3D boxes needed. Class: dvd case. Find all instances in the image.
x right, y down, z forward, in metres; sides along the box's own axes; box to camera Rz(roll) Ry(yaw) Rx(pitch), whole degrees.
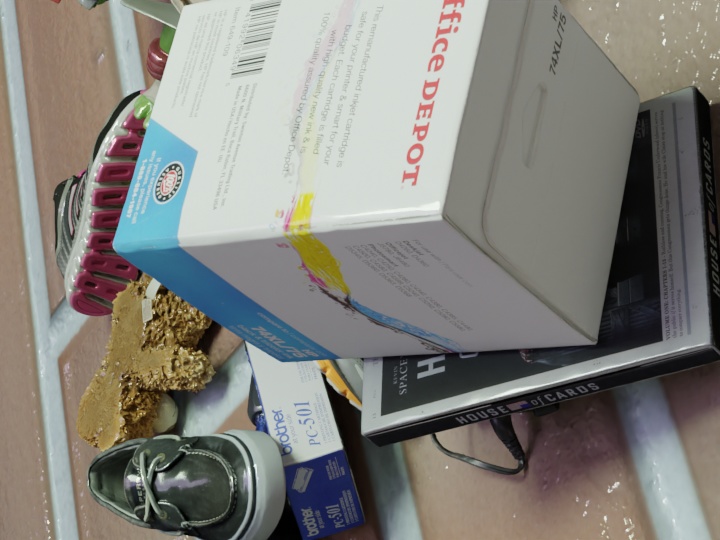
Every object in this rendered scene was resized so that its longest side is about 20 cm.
[{"bbox_3d":[0.089,0.000,0.921,0.200,0.025,0.151,-17,55,30],"label":"dvd case"}]

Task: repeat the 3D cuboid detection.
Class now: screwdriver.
[{"bbox_3d":[-0.061,0.127,1.168,0.029,0.028,0.200,-43,31,30],"label":"screwdriver"}]

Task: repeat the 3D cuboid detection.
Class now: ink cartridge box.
[{"bbox_3d":[0.011,-0.051,0.893,0.200,0.146,0.147,-5,61,37],"label":"ink cartridge box"},{"bbox_3d":[-0.047,0.063,1.148,0.094,0.044,0.200,77,176,-52],"label":"ink cartridge box"}]

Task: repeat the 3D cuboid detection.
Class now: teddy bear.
[{"bbox_3d":[-0.146,0.046,1.350,0.145,0.067,0.200,-2,73,48],"label":"teddy bear"}]

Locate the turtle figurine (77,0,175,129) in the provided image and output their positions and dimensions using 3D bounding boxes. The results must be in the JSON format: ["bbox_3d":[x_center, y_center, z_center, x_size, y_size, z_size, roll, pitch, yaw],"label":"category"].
[{"bbox_3d":[-0.129,-0.154,1.235,0.194,0.144,0.200,92,178,-48],"label":"turtle figurine"}]

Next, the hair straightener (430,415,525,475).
[{"bbox_3d":[0.057,0.033,1.049,0.077,0.041,0.200,-45,50,43],"label":"hair straightener"}]

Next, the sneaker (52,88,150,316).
[{"bbox_3d":[-0.206,-0.066,1.453,0.087,0.074,0.200,48,127,45],"label":"sneaker"}]

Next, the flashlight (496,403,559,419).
[{"bbox_3d":[0.073,-0.017,1.001,0.068,0.068,0.200,-44,48,37],"label":"flashlight"}]

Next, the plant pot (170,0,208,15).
[{"bbox_3d":[0.010,-0.217,1.055,0.198,0.200,0.200,-50,42,28],"label":"plant pot"}]

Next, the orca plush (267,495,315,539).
[{"bbox_3d":[-0.079,0.182,1.181,0.105,0.071,0.200,-55,40,35],"label":"orca plush"}]

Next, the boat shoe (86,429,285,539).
[{"bbox_3d":[-0.113,0.137,1.105,0.200,0.071,0.072,-17,72,59],"label":"boat shoe"}]

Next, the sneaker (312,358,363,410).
[{"bbox_3d":[0.000,0.000,1.112,0.077,0.078,0.200,-23,69,16],"label":"sneaker"}]

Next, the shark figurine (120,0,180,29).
[{"bbox_3d":[-0.096,-0.055,1.033,0.128,0.089,0.215,-114,13,-82],"label":"shark figurine"}]

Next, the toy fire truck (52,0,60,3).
[{"bbox_3d":[-0.156,-0.277,1.364,0.200,0.141,0.049,-57,18,32],"label":"toy fire truck"}]
